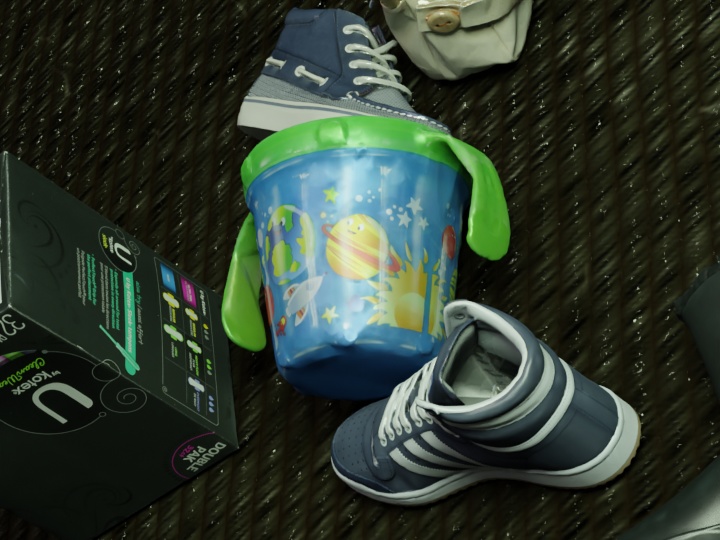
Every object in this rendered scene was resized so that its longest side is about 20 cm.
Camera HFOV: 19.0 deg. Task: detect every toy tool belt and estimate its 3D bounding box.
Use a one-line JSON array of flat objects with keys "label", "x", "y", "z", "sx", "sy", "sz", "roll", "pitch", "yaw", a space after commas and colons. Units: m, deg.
[{"label": "toy tool belt", "x": 0.053, "y": -0.225, "z": 1.324, "sx": 0.124, "sy": 0.123, "sz": 0.202, "roll": -15, "pitch": 53, "yaw": 37}]

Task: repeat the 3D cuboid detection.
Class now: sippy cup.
[{"label": "sippy cup", "x": 0.000, "y": 0.000, "z": 1.221, "sx": 0.178, "sy": 0.138, "sz": 0.132, "roll": 118, "pitch": 153, "yaw": -63}]

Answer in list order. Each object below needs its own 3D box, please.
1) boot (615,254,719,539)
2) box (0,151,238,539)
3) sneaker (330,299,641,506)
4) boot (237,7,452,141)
[{"label": "boot", "x": 0.184, "y": 0.071, "z": 1.023, "sx": 0.197, "sy": 0.073, "sz": 0.164, "roll": -26, "pitch": 49, "yaw": 19}, {"label": "box", "x": -0.193, "y": 0.053, "z": 1.306, "sx": 0.148, "sy": 0.200, "sz": 0.125, "roll": -31, "pitch": 46, "yaw": 24}, {"label": "sneaker", "x": 0.040, "y": 0.071, "z": 1.136, "sx": 0.199, "sy": 0.108, "sz": 0.071, "roll": -8, "pitch": 57, "yaw": 41}, {"label": "boot", "x": -0.001, "y": -0.116, "z": 1.334, "sx": 0.199, "sy": 0.072, "sz": 0.091, "roll": 16, "pitch": 82, "yaw": 49}]
